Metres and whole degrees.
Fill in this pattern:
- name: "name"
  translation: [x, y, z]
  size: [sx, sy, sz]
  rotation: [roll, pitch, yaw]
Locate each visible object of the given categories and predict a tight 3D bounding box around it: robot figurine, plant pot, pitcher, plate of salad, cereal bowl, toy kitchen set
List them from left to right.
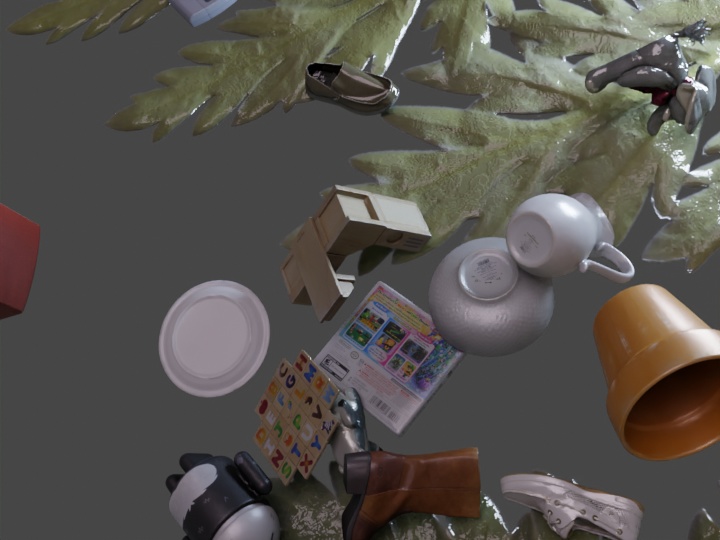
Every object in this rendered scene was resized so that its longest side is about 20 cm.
- name: "plant pot"
  translation: [-0.718, -0.003, 1.750]
  size: [0.197, 0.200, 0.179]
  rotation: [-15, 72, 9]
- name: "plate of salad"
  translation: [-0.244, 0.116, 1.606]
  size: [0.197, 0.048, 0.203]
  rotation: [-4, 71, 11]
- name: "robot figurine"
  translation: [-0.205, 0.360, 1.420]
  size: [0.124, 0.152, 0.200]
  rotation: [-26, 52, -33]
- name: "toy kitchen set"
  translation: [0.000, 0.000, 1.574]
  size: [0.201, 0.178, 0.165]
  rotation: [-52, 46, 34]
- name: "cereal bowl"
  translation: [0.200, 0.028, 1.473]
  size: [0.197, 0.084, 0.203]
  rotation: [-6, 57, 9]
- name: "pitcher"
  translation: [0.318, -0.039, 1.428]
  size: [0.172, 0.199, 0.122]
  rotation: [47, 122, 24]
- name: "plant pot"
  translation: [0.414, 0.126, 1.315]
  size: [0.198, 0.201, 0.184]
  rotation: [-24, 42, 4]

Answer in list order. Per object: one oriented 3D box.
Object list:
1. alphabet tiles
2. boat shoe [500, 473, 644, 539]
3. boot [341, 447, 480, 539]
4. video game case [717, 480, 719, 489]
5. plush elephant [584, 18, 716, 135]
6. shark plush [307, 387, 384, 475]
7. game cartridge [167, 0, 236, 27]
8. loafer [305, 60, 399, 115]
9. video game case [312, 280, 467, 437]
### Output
- name: "alphabet tiles"
  translation: [-0.101, 0.223, 1.462]
  size: [0.168, 0.006, 0.200]
  rotation: [-61, 36, 8]
- name: "boat shoe"
  translation: [0.283, 0.331, 1.304]
  size: [0.197, 0.071, 0.070]
  rotation: [9, 64, 21]
- name: "boot"
  translation: [0.072, 0.342, 1.363]
  size: [0.196, 0.068, 0.192]
  rotation: [1, 99, -8]
- name: "video game case"
  translation: [0.603, 0.310, 1.241]
  size: [0.181, 0.022, 0.201]
  rotation: [-33, 59, -1]
- name: "plush elephant"
  translation: [0.496, -0.292, 1.535]
  size: [0.199, 0.164, 0.157]
  rotation: [-21, 93, 43]
- name: "shark plush"
  translation: [0.009, 0.266, 1.421]
  size: [0.201, 0.083, 0.091]
  rotation: [52, 122, 24]
- name: "game cartridge"
  translation: [-0.308, -0.609, 2.021]
  size: [0.199, 0.041, 0.133]
  rotation: [-41, 62, -6]
- name: "loafer"
  translation: [-0.023, -0.342, 1.764]
  size: [0.197, 0.070, 0.076]
  rotation: [13, 67, 24]
- name: "video game case"
  translation: [0.047, 0.137, 1.514]
  size: [0.199, 0.024, 0.183]
  rotation: [34, 77, 30]
